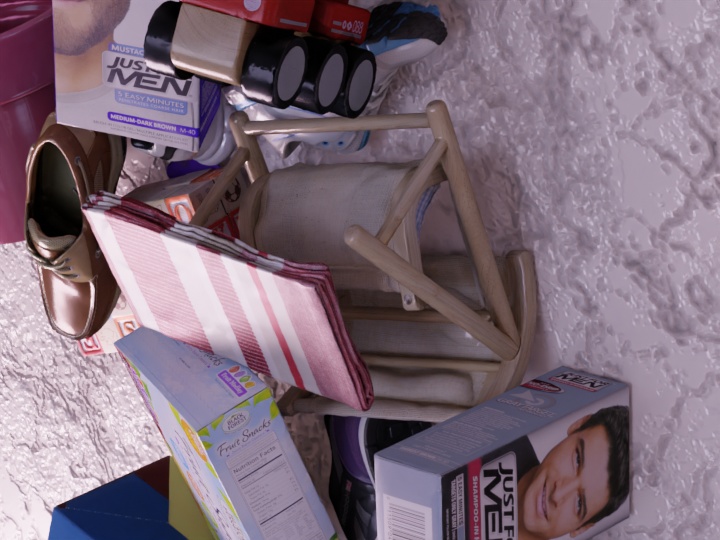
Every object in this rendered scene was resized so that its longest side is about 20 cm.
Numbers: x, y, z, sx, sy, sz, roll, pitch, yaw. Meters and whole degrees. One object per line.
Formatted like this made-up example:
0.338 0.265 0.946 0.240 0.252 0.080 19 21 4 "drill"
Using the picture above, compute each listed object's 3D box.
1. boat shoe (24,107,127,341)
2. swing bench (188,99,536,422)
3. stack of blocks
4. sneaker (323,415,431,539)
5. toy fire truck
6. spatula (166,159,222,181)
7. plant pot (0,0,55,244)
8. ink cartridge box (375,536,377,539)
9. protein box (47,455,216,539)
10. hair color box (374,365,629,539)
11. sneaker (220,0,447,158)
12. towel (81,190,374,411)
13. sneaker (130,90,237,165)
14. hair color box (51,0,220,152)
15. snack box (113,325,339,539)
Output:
-0.223 -0.034 1.727 0.075 0.074 0.201 17 124 20 "boat shoe"
0.000 0.000 1.596 0.198 0.130 0.201 2 137 42 "swing bench"
-0.158 -0.005 1.790 0.199 0.058 0.116 -10 107 45 "stack of blocks"
0.019 0.184 1.709 0.087 0.075 0.202 8 107 57 "sneaker"
-0.028 -0.203 1.460 0.128 0.176 0.202 17 97 22 "toy fire truck"
-0.146 -0.126 1.774 0.056 0.020 0.201 -25 86 45 "spatula"
-0.284 -0.129 1.800 0.199 0.200 0.180 12 129 40 "plant pot"
0.058 0.263 1.617 0.088 0.144 0.201 -102 33 -46 "ink cartridge box"
-0.150 0.298 1.850 0.198 0.134 0.201 34 125 30 "protein box"
0.096 0.142 1.516 0.060 0.199 0.100 13 114 40 "hair color box"
-0.005 -0.129 1.619 0.199 0.075 0.087 -16 111 46 "sneaker"
-0.088 0.020 1.563 0.199 0.023 0.145 19 149 29 "towel"
-0.143 -0.177 1.704 0.073 0.080 0.202 -16 83 47 "sneaker"
-0.152 -0.184 1.578 0.108 0.065 0.201 12 131 8 "hair color box"
-0.090 0.144 1.699 0.169 0.067 0.201 39 158 55 "snack box"
